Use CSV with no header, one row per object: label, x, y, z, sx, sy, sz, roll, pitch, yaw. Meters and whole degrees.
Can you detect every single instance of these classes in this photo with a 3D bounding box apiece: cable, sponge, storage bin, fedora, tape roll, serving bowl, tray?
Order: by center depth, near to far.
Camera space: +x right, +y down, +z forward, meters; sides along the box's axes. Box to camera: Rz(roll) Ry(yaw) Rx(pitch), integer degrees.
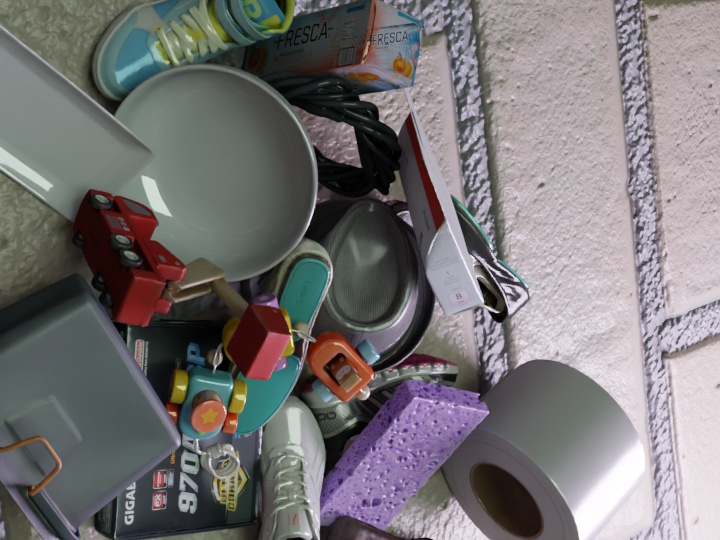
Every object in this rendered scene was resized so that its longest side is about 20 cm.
storage bin,-0.243,0.108,0.871,0.133,0.145,0.202,-32,112,-11
tray,-0.280,-0.130,0.902,0.107,0.022,0.200,-39,125,16
serving bowl,-0.131,-0.093,0.974,0.066,0.198,0.202,-68,141,-67
cable,-0.036,-0.135,1.037,0.199,0.162,0.051,32,60,-31
fedora,0.000,0.000,1.066,0.175,0.090,0.202,16,65,-6
sponge,0.036,0.199,1.128,0.111,0.030,0.201,16,122,-39
tape roll,0.210,0.225,1.238,0.139,0.201,0.205,-37,115,-31

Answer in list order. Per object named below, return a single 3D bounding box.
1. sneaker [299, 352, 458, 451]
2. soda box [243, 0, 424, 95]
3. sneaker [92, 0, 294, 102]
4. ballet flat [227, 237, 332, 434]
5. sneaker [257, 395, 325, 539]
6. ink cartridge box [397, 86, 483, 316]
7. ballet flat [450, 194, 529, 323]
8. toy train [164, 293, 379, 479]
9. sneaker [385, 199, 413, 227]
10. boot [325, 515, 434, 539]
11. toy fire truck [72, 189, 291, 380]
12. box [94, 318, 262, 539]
sneaker,0.024,0.145,1.165,0.198,0.073,0.089,-11,101,-34
soda box,-0.031,-0.204,1.013,0.068,0.199,0.065,15,83,-39
sneaker,-0.144,-0.221,0.966,0.200,0.130,0.080,-43,118,-28
ballet flat,-0.080,0.061,1.014,0.067,0.062,0.202,21,104,-25
sneaker,-0.066,0.229,1.066,0.077,0.099,0.203,-3,94,-9
ink cartridge box,0.058,-0.078,1.029,0.201,0.056,0.164,56,16,-45
ballet flat,0.133,-0.006,1.249,0.200,0.068,0.069,45,74,-31
toy train,-0.082,0.112,0.968,0.199,0.056,0.151,-37,114,2
sneaker,0.020,0.019,1.151,0.080,0.074,0.202,33,72,-36
boot,0.021,0.374,1.164,0.199,0.064,0.189,26,64,-48
toy fire truck,-0.156,0.008,0.911,0.140,0.200,0.049,13,116,-38
box,-0.169,0.147,1.021,0.158,0.046,0.203,4,90,-40
